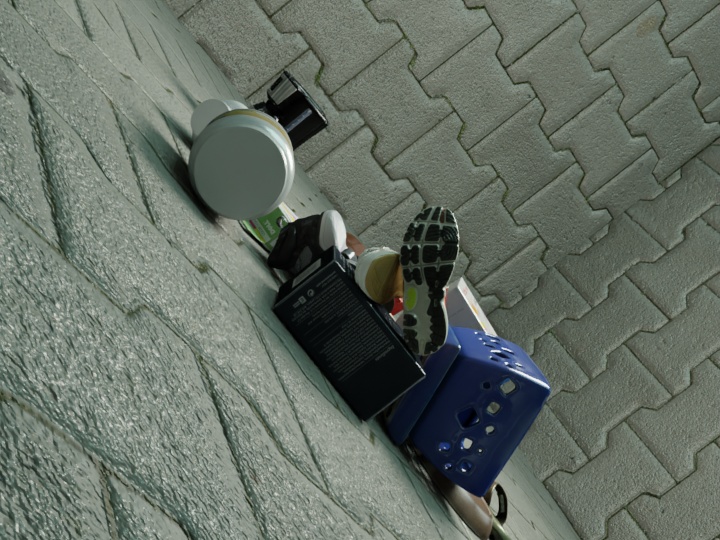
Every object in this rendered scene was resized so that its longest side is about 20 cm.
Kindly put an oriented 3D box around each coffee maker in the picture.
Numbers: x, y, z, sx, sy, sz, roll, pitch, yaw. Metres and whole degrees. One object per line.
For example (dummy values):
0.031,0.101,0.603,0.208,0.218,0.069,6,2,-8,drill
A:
-0.165,-0.274,2.180,0.192,0.200,0.135,48,7,-44,coffee maker

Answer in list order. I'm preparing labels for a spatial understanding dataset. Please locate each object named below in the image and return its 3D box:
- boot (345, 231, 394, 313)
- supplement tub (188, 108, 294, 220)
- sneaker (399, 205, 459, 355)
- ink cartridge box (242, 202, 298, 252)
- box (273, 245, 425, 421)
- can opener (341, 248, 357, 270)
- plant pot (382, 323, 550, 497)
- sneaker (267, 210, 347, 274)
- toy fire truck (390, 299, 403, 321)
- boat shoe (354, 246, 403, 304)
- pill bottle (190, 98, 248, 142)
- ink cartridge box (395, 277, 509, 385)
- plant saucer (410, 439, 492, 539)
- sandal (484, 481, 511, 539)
0.000,0.000,1.767,0.186,0.064,0.200,46,8,9,boot
-0.165,-0.149,1.509,0.145,0.145,0.200,51,4,-12,supplement tub
0.085,0.012,1.444,0.077,0.201,0.085,8,4,1,sneaker
-0.138,-0.073,1.749,0.104,0.059,0.200,55,5,33,ink cartridge box
-0.015,0.082,1.474,0.200,0.107,0.148,51,4,-7,box
0.001,0.065,1.593,0.067,0.053,0.201,-48,129,-51,can opener
0.140,0.184,1.602,0.179,0.200,0.200,29,10,-10,plant pot
-0.078,0.008,1.636,0.075,0.113,0.201,-46,134,-70,sneaker
0.042,0.083,1.838,0.200,0.049,0.141,28,34,-61,toy fire truck
0.024,0.001,1.463,0.069,0.071,0.200,26,4,19,boat shoe
-0.209,-0.213,1.800,0.111,0.111,0.200,54,5,24,pill bottle
0.150,0.111,1.778,0.200,0.125,0.129,59,10,-2,ink cartridge box
0.151,0.335,1.707,0.200,0.032,0.200,53,3,-4,plant saucer
0.223,0.393,1.818,0.080,0.057,0.201,50,5,-32,sandal
